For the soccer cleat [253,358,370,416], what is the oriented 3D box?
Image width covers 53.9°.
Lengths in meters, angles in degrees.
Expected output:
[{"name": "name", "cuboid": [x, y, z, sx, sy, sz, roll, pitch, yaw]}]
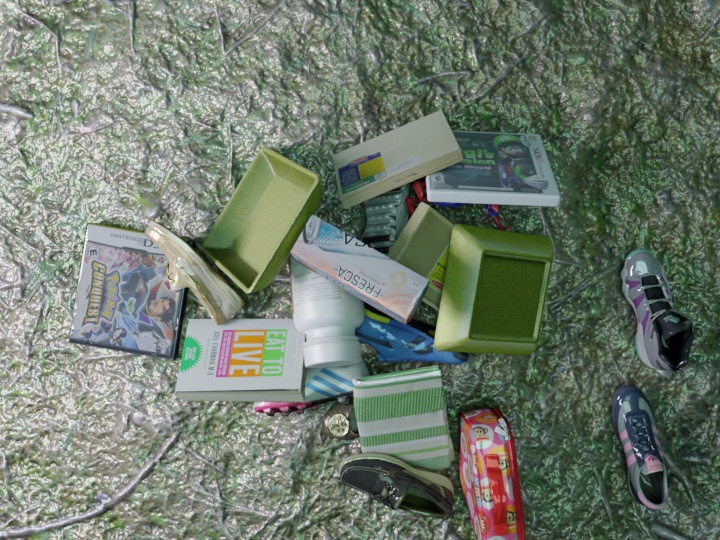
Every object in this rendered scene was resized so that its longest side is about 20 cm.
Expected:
[{"name": "soccer cleat", "cuboid": [-0.081, 0.186, 1.168, 0.197, 0.070, 0.087, -10, 71, 0]}]

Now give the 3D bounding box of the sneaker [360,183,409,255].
[{"name": "sneaker", "cuboid": [0.048, -0.088, 1.158, 0.074, 0.081, 0.203, 1, 72, 30]}]

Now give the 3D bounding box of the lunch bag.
[{"name": "lunch bag", "cuboid": [0.204, 0.326, 1.110, 0.081, 0.176, 0.203, -7, 92, 0]}]

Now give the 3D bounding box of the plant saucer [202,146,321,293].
[{"name": "plant saucer", "cuboid": [-0.147, -0.077, 1.111, 0.048, 0.200, 0.201, 31, 92, -40]}]

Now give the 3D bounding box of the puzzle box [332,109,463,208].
[{"name": "puzzle box", "cuboid": [0.053, -0.177, 1.117, 0.198, 0.134, 0.026, -21, 128, 8]}]

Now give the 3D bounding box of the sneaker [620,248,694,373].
[{"name": "sneaker", "cuboid": [0.482, 0.064, 1.123, 0.077, 0.140, 0.203, -15, 92, 0]}]

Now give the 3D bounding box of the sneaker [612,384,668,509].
[{"name": "sneaker", "cuboid": [0.466, 0.290, 1.157, 0.069, 0.082, 0.203, -14, 91, 0]}]

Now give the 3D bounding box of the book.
[{"name": "book", "cuboid": [-0.186, 0.141, 1.139, 0.197, 0.048, 0.135, -1, 55, 3]}]

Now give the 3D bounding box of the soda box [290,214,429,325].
[{"name": "soda box", "cuboid": [0.000, 0.000, 1.031, 0.198, 0.064, 0.069, 29, 81, 7]}]

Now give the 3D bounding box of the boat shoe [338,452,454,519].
[{"name": "boat shoe", "cuboid": [0.061, 0.353, 1.148, 0.198, 0.066, 0.072, 17, 120, -9]}]

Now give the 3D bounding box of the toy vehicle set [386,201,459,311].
[{"name": "toy vehicle set", "cuboid": [0.134, -0.004, 1.125, 0.199, 0.026, 0.125, 33, 91, -33]}]

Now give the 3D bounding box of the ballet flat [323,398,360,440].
[{"name": "ballet flat", "cuboid": [0.035, 0.239, 1.172, 0.197, 0.046, 0.068, -10, 93, -1]}]

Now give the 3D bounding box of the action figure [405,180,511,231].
[{"name": "action figure", "cuboid": [0.180, -0.100, 1.126, 0.198, 0.065, 0.100, -9, 60, -24]}]

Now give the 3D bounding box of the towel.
[{"name": "towel", "cuboid": [0.070, 0.248, 1.144, 0.150, 0.023, 0.202, -9, 118, 2]}]

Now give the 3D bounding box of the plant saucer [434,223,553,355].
[{"name": "plant saucer", "cuboid": [0.224, 0.039, 1.121, 0.198, 0.048, 0.203, 6, 97, -26]}]

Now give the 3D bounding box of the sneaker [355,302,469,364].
[{"name": "sneaker", "cuboid": [0.078, 0.122, 1.166, 0.198, 0.066, 0.079, 22, 103, -1]}]

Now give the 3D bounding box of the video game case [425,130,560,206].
[{"name": "video game case", "cuboid": [0.199, -0.165, 1.112, 0.197, 0.183, 0.024, 2, 131, 0]}]

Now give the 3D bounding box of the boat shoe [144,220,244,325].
[{"name": "boat shoe", "cuboid": [-0.275, 0.007, 1.129, 0.200, 0.074, 0.069, 45, 77, -12]}]

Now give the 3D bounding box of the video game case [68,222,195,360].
[{"name": "video game case", "cuboid": [-0.379, 0.034, 1.176, 0.178, 0.026, 0.203, 10, 91, -1]}]

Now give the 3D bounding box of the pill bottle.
[{"name": "pill bottle", "cuboid": [-0.052, 0.047, 1.114, 0.113, 0.114, 0.203, -6, 78, 0]}]
